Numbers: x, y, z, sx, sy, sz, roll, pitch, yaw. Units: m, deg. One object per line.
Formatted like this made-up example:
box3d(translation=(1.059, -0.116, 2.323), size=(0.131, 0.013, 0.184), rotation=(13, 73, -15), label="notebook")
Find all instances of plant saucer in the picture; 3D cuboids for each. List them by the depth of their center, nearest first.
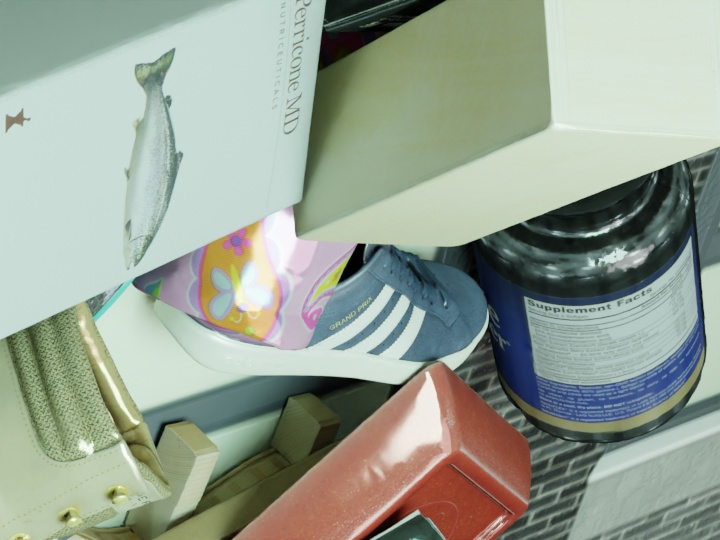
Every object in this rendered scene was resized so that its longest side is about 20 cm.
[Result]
box3d(translation=(-0.001, 0.143, 1.384), size=(0.200, 0.037, 0.200), rotation=(-42, 159, 2), label="plant saucer")

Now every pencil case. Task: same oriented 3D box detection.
box3d(translation=(-0.023, -0.068, 1.158), size=(0.087, 0.087, 0.200), rotation=(10, 104, -54), label="pencil case")

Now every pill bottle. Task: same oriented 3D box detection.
box3d(translation=(0.112, -0.012, 1.376), size=(0.112, 0.112, 0.200), rotation=(-38, 145, -18), label="pill bottle")

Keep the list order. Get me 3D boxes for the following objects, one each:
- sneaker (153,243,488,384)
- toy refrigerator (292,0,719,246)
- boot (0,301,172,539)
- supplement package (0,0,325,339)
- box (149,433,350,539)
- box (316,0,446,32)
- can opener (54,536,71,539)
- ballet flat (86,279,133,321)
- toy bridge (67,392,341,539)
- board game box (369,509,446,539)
box3d(translation=(0.000, 0.000, 1.285), size=(0.200, 0.075, 0.085), rotation=(-3, 129, -49), label="sneaker")
box3d(translation=(0.050, -0.062, 1.029), size=(0.076, 0.200, 0.070), rotation=(2, 79, -26), label="toy refrigerator")
box3d(translation=(-0.146, 0.119, 1.095), size=(0.155, 0.200, 0.073), rotation=(-18, -179, 1), label="boot")
box3d(translation=(-0.126, -0.064, 1.025), size=(0.200, 0.117, 0.117), rotation=(-26, 140, -34), label="supplement package")
box3d(translation=(-0.055, 0.154, 1.395), size=(0.200, 0.021, 0.164), rotation=(-26, 152, -33), label="box")
box3d(translation=(0.065, -0.179, 1.093), size=(0.200, 0.086, 0.164), rotation=(-2, 80, -49), label="box")
box3d(translation=(-0.131, 0.151, 1.238), size=(0.067, 0.053, 0.200), rotation=(-32, 137, -28), label="can opener")
box3d(translation=(-0.165, 0.040, 1.147), size=(0.200, 0.072, 0.072), rotation=(-55, 148, 7), label="ballet flat")
box3d(translation=(-0.090, 0.104, 1.325), size=(0.200, 0.027, 0.067), rotation=(-9, 131, -47), label="toy bridge")
box3d(translation=(-0.028, 0.204, 1.369), size=(0.135, 0.028, 0.200), rotation=(-30, 156, -23), label="board game box")
